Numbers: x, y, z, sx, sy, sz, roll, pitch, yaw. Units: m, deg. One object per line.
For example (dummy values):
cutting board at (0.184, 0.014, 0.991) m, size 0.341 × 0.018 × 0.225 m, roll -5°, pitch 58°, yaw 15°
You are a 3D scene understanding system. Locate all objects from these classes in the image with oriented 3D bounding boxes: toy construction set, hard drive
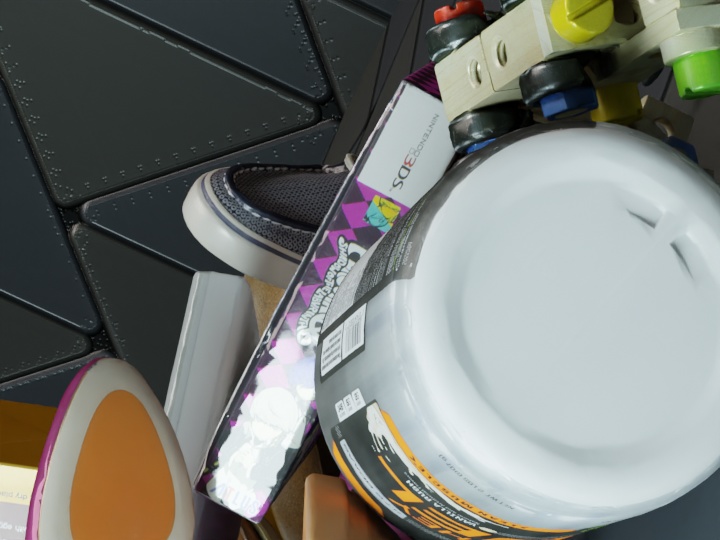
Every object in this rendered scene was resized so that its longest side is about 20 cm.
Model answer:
toy construction set at (0.101, -0.074, 0.962) m, size 0.200 × 0.130 × 0.093 m, roll 122°, pitch 133°, yaw -58°
hard drive at (-0.073, 0.118, 1.202) m, size 0.132 × 0.026 × 0.201 m, roll 84°, pitch -165°, yaw -66°

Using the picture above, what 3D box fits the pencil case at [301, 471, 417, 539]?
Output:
pencil case at (0.015, 0.097, 1.212) m, size 0.201 × 0.090 × 0.094 m, roll -61°, pitch 42°, yaw 23°

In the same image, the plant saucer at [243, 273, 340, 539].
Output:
plant saucer at (-0.026, 0.068, 1.400) m, size 0.200 × 0.035 × 0.202 m, roll -11°, pitch -90°, yaw -83°

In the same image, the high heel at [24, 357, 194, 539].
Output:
high heel at (-0.109, 0.137, 1.084) m, size 0.096 × 0.067 × 0.202 m, roll -17°, pitch 76°, yaw 59°

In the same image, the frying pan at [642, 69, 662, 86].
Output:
frying pan at (0.169, -0.164, 1.143) m, size 0.115 × 0.031 × 0.191 m, roll 146°, pitch 145°, yaw -83°

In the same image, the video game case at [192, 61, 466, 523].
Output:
video game case at (0.000, 0.000, 1.179) m, size 0.182 × 0.036 × 0.200 m, roll -63°, pitch -3°, yaw 10°

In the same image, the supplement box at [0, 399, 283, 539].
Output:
supplement box at (-0.143, 0.189, 1.507) m, size 0.133 × 0.196 × 0.202 m, roll -97°, pitch 15°, yaw -80°

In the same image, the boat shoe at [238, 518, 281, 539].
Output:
boat shoe at (-0.069, 0.187, 1.344) m, size 0.072 × 0.068 × 0.201 m, roll -59°, pitch 31°, yaw 36°

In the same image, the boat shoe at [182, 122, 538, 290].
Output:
boat shoe at (0.017, -0.040, 1.315) m, size 0.093 × 0.199 × 0.075 m, roll -56°, pitch 47°, yaw 29°

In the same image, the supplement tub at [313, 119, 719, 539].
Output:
supplement tub at (0.052, 0.029, 0.940) m, size 0.200 × 0.122 × 0.123 m, roll 134°, pitch 160°, yaw -76°

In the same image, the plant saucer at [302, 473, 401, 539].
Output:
plant saucer at (-0.004, 0.173, 1.002) m, size 0.200 × 0.037 × 0.202 m, roll -178°, pitch 90°, yaw -88°
